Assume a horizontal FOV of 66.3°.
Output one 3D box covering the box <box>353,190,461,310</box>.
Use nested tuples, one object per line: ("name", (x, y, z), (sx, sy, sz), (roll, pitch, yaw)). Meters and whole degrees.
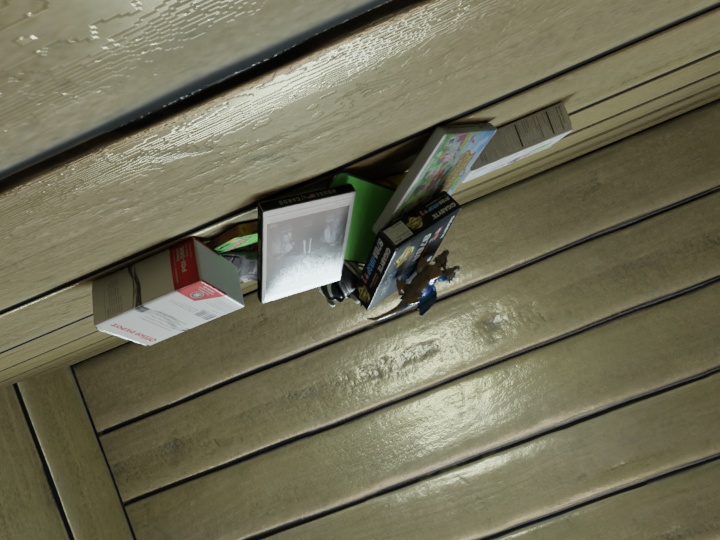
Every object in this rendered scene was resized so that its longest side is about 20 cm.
("box", (0.076, -0.031, 0.956), (0.158, 0.046, 0.201), (-32, 160, -30))

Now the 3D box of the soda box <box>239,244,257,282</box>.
("soda box", (-0.237, -0.021, 1.178), (0.063, 0.069, 0.200), (-22, 179, -10))

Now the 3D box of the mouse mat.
("mouse mat", (-0.009, -0.079, 0.906), (0.198, 0.008, 0.162), (8, 128, -47))

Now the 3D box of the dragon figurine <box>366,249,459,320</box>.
("dragon figurine", (0.104, 0.038, 0.984), (0.200, 0.059, 0.100), (-49, 155, -7))

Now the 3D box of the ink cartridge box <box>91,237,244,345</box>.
("ink cartridge box", (-0.318, 0.040, 0.919), (0.197, 0.084, 0.147), (-22, 156, 9))

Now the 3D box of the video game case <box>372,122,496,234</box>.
("video game case", (0.122, -0.149, 0.893), (0.181, 0.022, 0.201), (-21, 151, -50))

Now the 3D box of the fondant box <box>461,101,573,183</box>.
("fondant box", (0.285, -0.241, 1.060), (0.197, 0.059, 0.144), (-21, 179, 3))

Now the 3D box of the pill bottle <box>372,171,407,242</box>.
("pill bottle", (0.033, -0.109, 1.019), (0.198, 0.113, 0.111), (-22, 180, -31))

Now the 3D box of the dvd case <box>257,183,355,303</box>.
("dvd case", (-0.089, -0.038, 0.862), (0.148, 0.025, 0.202), (-17, 142, -24))

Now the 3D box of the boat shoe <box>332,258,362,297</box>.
("boat shoe", (-0.072, -0.027, 0.986), (0.062, 0.200, 0.074), (-48, -156, -6))

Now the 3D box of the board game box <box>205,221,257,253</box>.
("board game box", (-0.186, -0.067, 0.989), (0.095, 0.030, 0.199), (-22, -178, 35))

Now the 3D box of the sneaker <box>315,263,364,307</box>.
("sneaker", (0.000, 0.000, 1.090), (0.197, 0.131, 0.080), (-26, 167, -11))

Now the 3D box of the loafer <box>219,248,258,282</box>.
("loafer", (-0.198, -0.013, 1.049), (0.197, 0.073, 0.063), (10, -159, -32))
